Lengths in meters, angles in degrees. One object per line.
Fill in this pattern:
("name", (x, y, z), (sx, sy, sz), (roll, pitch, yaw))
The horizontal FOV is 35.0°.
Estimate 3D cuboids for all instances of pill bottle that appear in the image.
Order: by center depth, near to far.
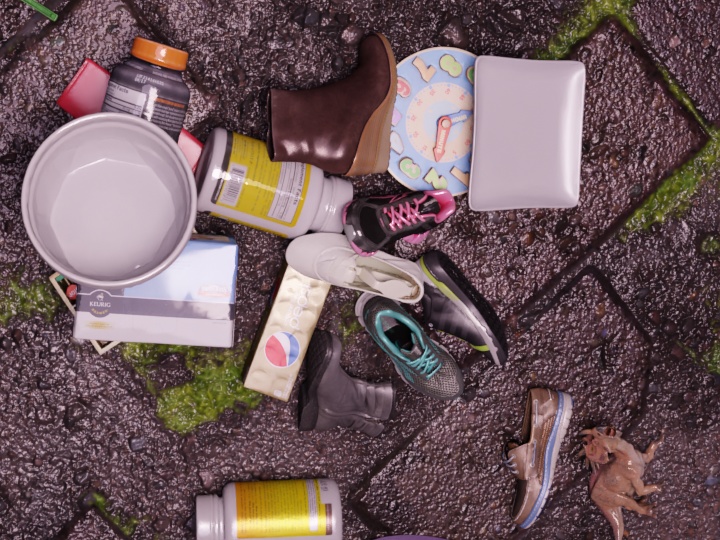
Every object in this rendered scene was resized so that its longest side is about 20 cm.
("pill bottle", (-0.277, -0.189, 1.446), (0.104, 0.106, 0.203), (16, 98, -11))
("pill bottle", (-0.114, -0.106, 1.497), (0.197, 0.111, 0.113), (17, 96, -18))
("pill bottle", (-0.127, 0.345, 1.570), (0.196, 0.109, 0.111), (0, 99, -9))

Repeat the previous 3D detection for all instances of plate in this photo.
("plate", (0.222, -0.186, 1.555), (0.197, 0.032, 0.204), (-4, 99, -32))

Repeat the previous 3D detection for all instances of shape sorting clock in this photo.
("shape sorting clock", (0.113, -0.202, 1.559), (0.196, 0.039, 0.204), (-1, 99, -9))

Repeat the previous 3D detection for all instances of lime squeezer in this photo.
("lime squeezer", (-0.470, -0.377, 1.429), (0.199, 0.070, 0.038), (32, 75, -42))

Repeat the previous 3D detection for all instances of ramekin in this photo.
("ramekin", (-0.289, -0.072, 1.333), (0.196, 0.105, 0.204), (2, 80, -10))

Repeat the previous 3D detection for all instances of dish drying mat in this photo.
("dish drying mat", (-0.298, -0.189, 1.507), (0.199, 0.018, 0.077), (37, 92, -13))

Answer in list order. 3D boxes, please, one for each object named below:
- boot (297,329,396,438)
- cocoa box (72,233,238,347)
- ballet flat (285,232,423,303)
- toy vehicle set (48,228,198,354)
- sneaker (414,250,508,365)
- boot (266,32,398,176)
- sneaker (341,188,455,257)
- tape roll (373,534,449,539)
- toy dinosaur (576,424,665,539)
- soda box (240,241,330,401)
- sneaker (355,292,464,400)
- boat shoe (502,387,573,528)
("boot", (-0.011, 0.152, 1.547), (0.129, 0.071, 0.201), (5, 142, -9))
("cocoa box", (-0.258, 0.018, 1.457), (0.196, 0.133, 0.134), (4, 96, -9))
("ballet flat", (0.000, 0.000, 1.497), (0.197, 0.069, 0.071), (15, 96, -23))
("toy vehicle set", (-0.300, 0.004, 1.531), (0.198, 0.027, 0.125), (-34, 102, -3))
("sneaker", (0.129, 0.059, 1.600), (0.082, 0.072, 0.201), (-34, 102, 22))
("boot", (-0.038, -0.225, 1.477), (0.163, 0.072, 0.204), (7, 75, -21))
("sneaker", (0.055, -0.073, 1.492), (0.094, 0.199, 0.080), (-21, 88, 38))
("tape roll", (0.087, 0.432, 1.571), (0.196, 0.200, 0.067), (3, 99, -9))
("toy dinosaur", (0.366, 0.299, 1.661), (0.133, 0.086, 0.203), (9, 114, 0))
("soda box", (-0.097, 0.068, 1.555), (0.067, 0.064, 0.203), (20, 96, -11))
("sneaker", (0.071, 0.113, 1.575), (0.200, 0.091, 0.078), (44, 91, -13))
("boat shoe", (0.242, 0.266, 1.643), (0.071, 0.072, 0.203), (17, 86, -6))
